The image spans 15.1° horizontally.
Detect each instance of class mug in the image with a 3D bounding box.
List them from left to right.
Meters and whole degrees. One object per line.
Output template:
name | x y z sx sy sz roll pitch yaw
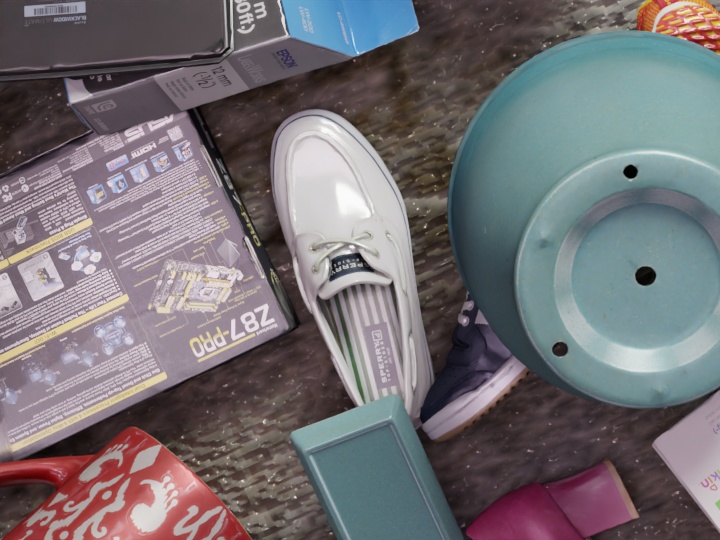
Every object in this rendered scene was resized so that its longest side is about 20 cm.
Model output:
mug | -0.179 0.181 1.564 0.200 0.133 0.178 -44 106 -14

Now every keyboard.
keyboard | -0.171 -0.170 1.537 0.200 0.021 0.127 -3 82 6

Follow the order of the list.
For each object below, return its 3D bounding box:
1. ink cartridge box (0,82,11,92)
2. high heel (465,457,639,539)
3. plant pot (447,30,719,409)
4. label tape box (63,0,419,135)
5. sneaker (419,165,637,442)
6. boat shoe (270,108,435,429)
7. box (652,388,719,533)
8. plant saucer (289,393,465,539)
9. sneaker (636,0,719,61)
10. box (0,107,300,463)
ink cartridge box | -0.316 -0.112 1.581 0.200 0.083 0.146 -43 88 -14
high heel | 0.142 0.214 1.584 0.096 0.067 0.200 -24 86 -2
plant pot | 0.147 -0.015 1.436 0.200 0.188 0.200 0 103 1
label tape box | -0.082 -0.178 1.570 0.200 0.066 0.143 -17 71 9
sneaker | 0.080 -0.002 1.579 0.108 0.070 0.200 43 90 -3
boat shoe | 0.000 0.000 1.591 0.073 0.067 0.200 -22 91 7
box | 0.246 0.109 1.494 0.112 0.200 0.101 -39 74 7
plant saucer | 0.028 0.169 1.591 0.070 0.019 0.200 -21 110 8
sneaker | 0.216 -0.072 1.565 0.073 0.077 0.200 -20 108 4
box | -0.159 0.005 1.620 0.200 0.049 0.161 -26 88 7
